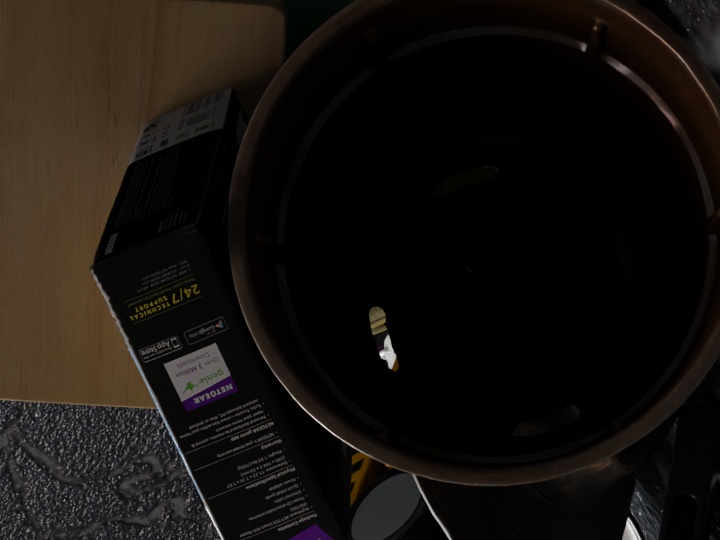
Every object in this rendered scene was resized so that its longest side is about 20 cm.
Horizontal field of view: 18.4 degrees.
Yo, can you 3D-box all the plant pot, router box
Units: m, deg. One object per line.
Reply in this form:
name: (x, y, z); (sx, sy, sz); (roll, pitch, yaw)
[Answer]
plant pot: (0.056, -0.002, 0.930); (0.201, 0.200, 0.198); (56, 178, 11)
router box: (-0.052, 0.021, 0.950); (0.200, 0.051, 0.150); (-87, -26, -71)

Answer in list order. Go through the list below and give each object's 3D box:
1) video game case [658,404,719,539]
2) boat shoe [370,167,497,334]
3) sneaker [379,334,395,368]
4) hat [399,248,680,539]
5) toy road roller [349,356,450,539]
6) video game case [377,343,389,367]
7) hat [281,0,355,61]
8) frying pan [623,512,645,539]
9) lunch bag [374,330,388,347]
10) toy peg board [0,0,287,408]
video game case: (0.157, 0.189, 1.140); (0.025, 0.182, 0.200); (9, 157, 11)
boat shoe: (0.000, 0.002, 1.186); (0.073, 0.200, 0.063); (59, 176, 22)
sneaker: (0.046, 0.062, 1.242); (0.070, 0.201, 0.073); (22, -168, 28)
hat: (0.107, 0.062, 1.076); (0.081, 0.201, 0.201); (-16, 112, 36)
toy road roller: (0.030, 0.120, 1.146); (0.145, 0.201, 0.123); (-19, 125, 39)
video game case: (0.034, 0.138, 1.340); (0.199, 0.036, 0.182); (20, 124, 18)
hat: (-0.038, -0.108, 1.074); (0.200, 0.175, 0.166); (53, 172, 26)
frying pan: (0.116, 0.124, 1.240); (0.114, 0.031, 0.191); (14, 117, 33)
lunch bag: (0.048, 0.056, 1.389); (0.165, 0.117, 0.200); (56, 165, -6)
toy peg board: (-0.140, -0.046, 1.082); (0.098, 0.197, 0.202); (-98, 12, -72)
